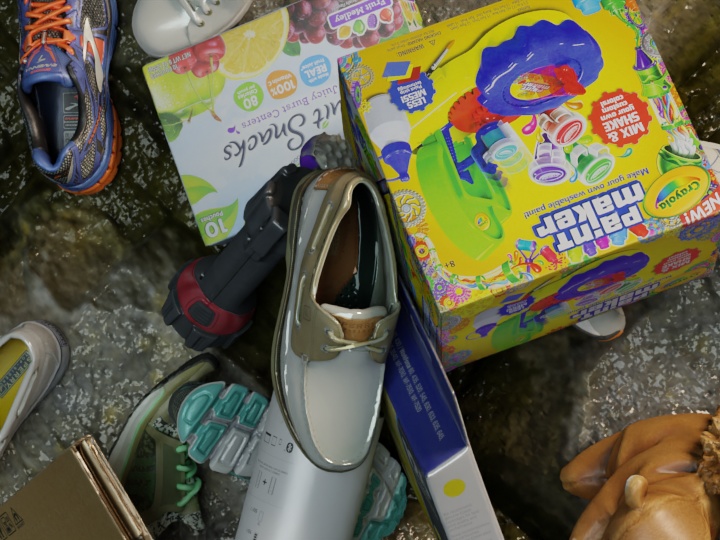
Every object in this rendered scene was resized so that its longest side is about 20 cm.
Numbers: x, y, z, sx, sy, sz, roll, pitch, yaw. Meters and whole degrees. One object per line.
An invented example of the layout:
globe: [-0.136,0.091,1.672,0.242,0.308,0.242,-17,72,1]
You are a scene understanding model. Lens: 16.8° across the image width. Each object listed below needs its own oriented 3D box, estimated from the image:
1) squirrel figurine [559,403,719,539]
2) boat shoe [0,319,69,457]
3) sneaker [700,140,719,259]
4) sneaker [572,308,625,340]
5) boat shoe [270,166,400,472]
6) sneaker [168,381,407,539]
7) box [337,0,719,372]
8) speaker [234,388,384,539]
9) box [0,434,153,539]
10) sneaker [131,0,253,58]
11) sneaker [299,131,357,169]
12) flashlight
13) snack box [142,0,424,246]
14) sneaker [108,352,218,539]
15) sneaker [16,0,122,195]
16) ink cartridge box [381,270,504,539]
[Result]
squirrel figurine: [0.227,0.152,1.627,0.200,0.187,0.142,-36,83,14]
boat shoe: [-0.297,0.125,1.827,0.075,0.086,0.202,42,102,10]
sneaker: [0.265,-0.033,1.661,0.199,0.088,0.076,27,101,15]
sneaker: [0.145,-0.049,1.704,0.092,0.076,0.201,-29,85,11]
boat shoe: [-0.014,0.033,1.588,0.074,0.068,0.201,-3,91,-21]
sneaker: [-0.054,0.128,1.749,0.200,0.091,0.078,33,85,-25]
box: [0.111,-0.067,1.609,0.199,0.122,0.193,-20,70,-6]
speaker: [-0.047,0.184,1.667,0.081,0.081,0.201,15,94,15]
box: [-0.196,0.222,1.751,0.164,0.021,0.200,58,144,5]
sneaker: [-0.097,-0.228,1.758,0.200,0.085,0.073,-40,83,15]
sneaker: [0.000,0.000,1.722,0.099,0.070,0.200,-28,110,26]
flashlight: [-0.076,-0.011,1.714,0.200,0.068,0.068,-47,52,52]
snack box: [-0.041,-0.117,1.762,0.199,0.053,0.143,-21,88,16]
sneaker: [-0.143,0.152,1.800,0.088,0.077,0.201,31,107,3]
sneaker: [-0.220,-0.156,1.798,0.075,0.078,0.201,-10,90,15]
ink cartridge box: [0.044,0.108,1.634,0.047,0.198,0.201,-23,125,-1]
